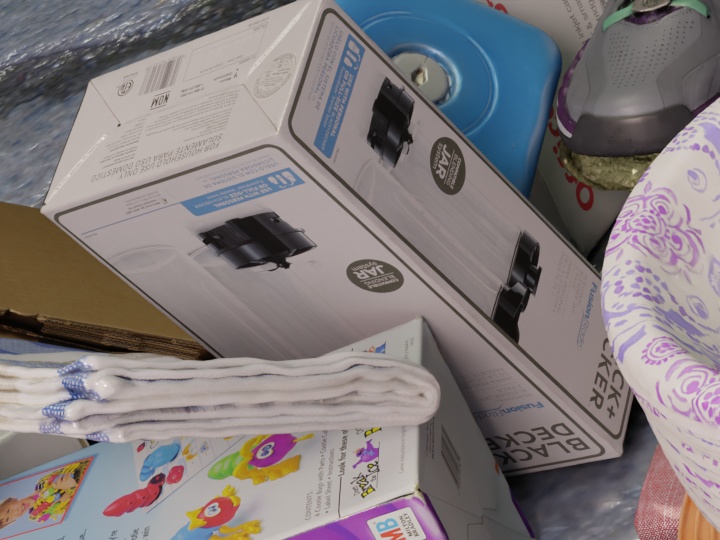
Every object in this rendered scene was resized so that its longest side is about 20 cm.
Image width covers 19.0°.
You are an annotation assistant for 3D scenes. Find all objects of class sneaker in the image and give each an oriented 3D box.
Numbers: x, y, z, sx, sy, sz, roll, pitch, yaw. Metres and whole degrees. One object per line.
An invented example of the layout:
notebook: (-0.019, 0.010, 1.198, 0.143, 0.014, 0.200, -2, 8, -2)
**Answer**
sneaker: (0.116, -0.113, 0.843, 0.074, 0.088, 0.200, -4, 24, 21)

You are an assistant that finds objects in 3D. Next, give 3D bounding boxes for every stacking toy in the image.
stacking toy: (-0.001, -0.022, 0.889, 0.200, 0.109, 0.116, 113, 175, -56)

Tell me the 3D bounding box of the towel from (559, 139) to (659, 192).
towel: (0.193, -0.067, 0.853, 0.199, 0.037, 0.148, 7, 30, 41)

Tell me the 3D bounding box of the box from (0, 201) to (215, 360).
box: (-0.131, 0.006, 1.006, 0.163, 0.021, 0.200, 10, 12, -21)

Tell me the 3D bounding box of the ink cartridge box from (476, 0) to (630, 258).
ink cartridge box: (0.086, -0.116, 0.982, 0.083, 0.145, 0.200, -6, 32, 42)

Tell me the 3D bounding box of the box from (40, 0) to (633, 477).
box: (0.000, 0.000, 0.761, 0.116, 0.200, 0.060, -14, 47, 37)

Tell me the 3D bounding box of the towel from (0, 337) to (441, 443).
towel: (-0.090, 0.032, 0.672, 0.199, 0.024, 0.146, 3, 1, 45)

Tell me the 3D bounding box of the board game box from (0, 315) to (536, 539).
board game box: (-0.050, 0.115, 0.719, 0.199, 0.103, 0.105, -21, 25, 14)

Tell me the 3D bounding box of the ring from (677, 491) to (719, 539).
ring: (0.190, 0.062, 0.638, 0.200, 0.019, 0.201, -23, 29, 14)

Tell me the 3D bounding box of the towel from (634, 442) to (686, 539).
towel: (0.198, 0.031, 0.723, 0.199, 0.023, 0.144, -13, 29, 31)

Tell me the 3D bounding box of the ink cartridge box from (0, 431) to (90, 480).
ink cartridge box: (-0.196, 0.098, 0.935, 0.146, 0.084, 0.200, -33, 24, -12)

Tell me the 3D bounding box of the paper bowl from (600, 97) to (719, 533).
paper bowl: (0.177, 0.011, 0.603, 0.200, 0.105, 0.201, -23, 29, 14)
